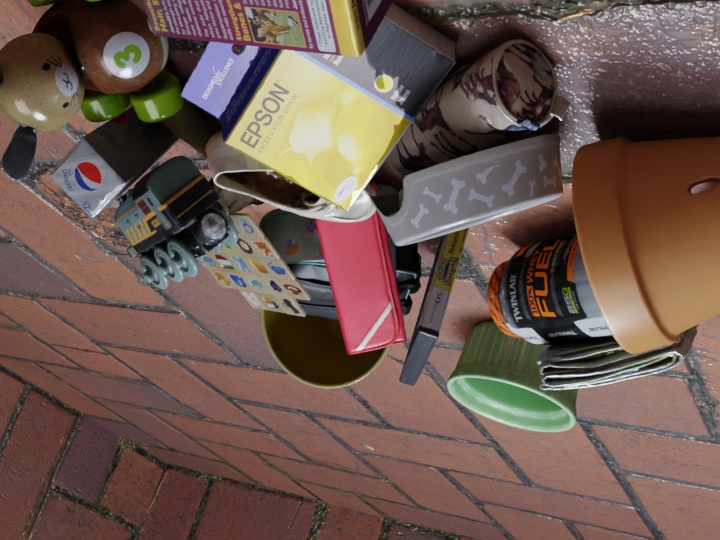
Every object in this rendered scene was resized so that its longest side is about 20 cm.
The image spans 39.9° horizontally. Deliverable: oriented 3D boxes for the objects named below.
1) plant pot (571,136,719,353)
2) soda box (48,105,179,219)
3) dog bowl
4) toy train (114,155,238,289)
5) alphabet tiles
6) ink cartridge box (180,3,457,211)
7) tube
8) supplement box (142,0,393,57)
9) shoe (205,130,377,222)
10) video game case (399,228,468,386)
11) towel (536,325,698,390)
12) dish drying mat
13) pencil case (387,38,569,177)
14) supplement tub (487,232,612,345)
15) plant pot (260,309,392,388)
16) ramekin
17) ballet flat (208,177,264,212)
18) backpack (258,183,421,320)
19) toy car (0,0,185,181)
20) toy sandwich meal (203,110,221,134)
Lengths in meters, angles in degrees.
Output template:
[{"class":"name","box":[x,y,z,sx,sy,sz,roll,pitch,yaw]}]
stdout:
[{"class":"plant pot","box":[0.294,-0.038,0.909,0.138,0.203,0.200,-16,142,29]},{"class":"soda box","box":[-0.277,-0.133,1.137,0.063,0.200,0.068,-40,101,20]},{"class":"dog bowl","box":[0.109,-0.076,0.979,0.197,0.060,0.200,-17,179,0]},{"class":"toy train","box":[-0.207,-0.051,1.079,0.115,0.085,0.199,55,152,-10]},{"class":"alphabet tiles","box":[-0.145,-0.020,1.142,0.165,0.006,0.201,6,141,45]},{"class":"ink cartridge box","box":[-0.044,-0.177,0.925,0.198,0.047,0.198,26,126,-18]},{"class":"tube","box":[-0.213,-0.182,1.165,0.051,0.059,0.200,-12,148,19]},{"class":"supplement box","box":[-0.080,-0.258,0.781,0.197,0.104,0.132,12,143,20]},{"class":"shoe","box":[-0.069,-0.085,1.035,0.197,0.054,0.070,17,124,-23]},{"class":"video game case","box":[0.092,0.027,1.208,0.025,0.183,0.201,17,158,2]},{"class":"towel","box":[0.305,0.092,1.167,0.169,0.049,0.200,-15,-178,24]},{"class":"dish drying mat","box":[0.000,0.000,1.129,0.075,0.018,0.203,-11,114,5]},{"class":"pencil case","box":[0.102,-0.145,0.948,0.089,0.078,0.199,44,151,-17]},{"class":"supplement tub","box":[0.246,0.020,1.141,0.122,0.124,0.199,31,154,-26]},{"class":"plant pot","box":[-0.025,0.059,1.407,0.197,0.204,0.142,12,-177,18]},{"class":"ramekin","box":[0.237,0.158,1.491,0.197,0.099,0.201,17,158,7]},{"class":"ballet flat","box":[-0.145,-0.090,1.118,0.068,0.075,0.200,50,156,-8]},{"class":"backpack","box":[-0.035,-0.021,1.227,0.196,0.156,0.176,-4,160,-7]},{"class":"toy car","box":[-0.296,-0.188,0.967,0.156,0.201,0.166,5,132,32]},{"class":"toy sandwich meal","box":[-0.096,-0.142,1.130,0.202,0.071,0.206,17,157,7]}]
